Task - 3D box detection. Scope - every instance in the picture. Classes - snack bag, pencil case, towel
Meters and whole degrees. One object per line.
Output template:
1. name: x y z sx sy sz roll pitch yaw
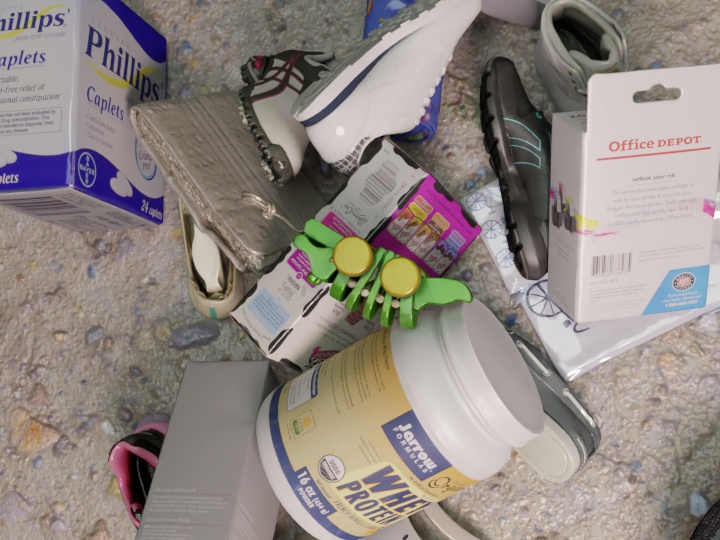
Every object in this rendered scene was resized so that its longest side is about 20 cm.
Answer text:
1. snack bag: 0.214 -0.021 0.902 0.188 0.021 0.200 -27 77 7
2. pencil case: 0.037 -0.218 0.938 0.087 0.078 0.200 8 82 -11
3. towel: -0.110 -0.084 0.932 0.200 0.132 0.034 53 131 15

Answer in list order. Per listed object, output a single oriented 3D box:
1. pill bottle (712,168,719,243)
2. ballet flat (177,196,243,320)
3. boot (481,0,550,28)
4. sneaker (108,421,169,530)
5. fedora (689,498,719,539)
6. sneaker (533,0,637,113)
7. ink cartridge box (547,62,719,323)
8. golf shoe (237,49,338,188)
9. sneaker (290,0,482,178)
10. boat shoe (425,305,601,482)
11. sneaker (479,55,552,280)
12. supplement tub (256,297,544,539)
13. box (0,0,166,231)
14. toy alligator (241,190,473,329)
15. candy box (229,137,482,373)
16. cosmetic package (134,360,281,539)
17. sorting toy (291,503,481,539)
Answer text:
1. pill bottle: 0.377 -0.071 0.829 0.200 0.111 0.111 -9 80 11
2. ballet flat: -0.143 -0.054 0.960 0.069 0.069 0.200 -10 80 10
3. boot: 0.113 -0.290 0.897 0.200 0.074 0.096 17 83 -27
4. sneaker: -0.174 0.233 0.910 0.079 0.095 0.200 -27 79 5
5. fedora: 0.342 0.252 0.799 0.200 0.092 0.201 -2 81 12
6. sneaker: 0.206 -0.137 0.853 0.074 0.116 0.200 -31 77 3
7. ink cartridge box: 0.216 -0.067 0.805 0.115 0.068 0.200 -6 113 -10
8. golf shoe: -0.060 -0.149 0.903 0.088 0.077 0.200 -16 36 6
9. sneaker: 0.034 -0.167 0.863 0.200 0.076 0.081 -42 107 -10
10. boat shoe: 0.133 0.093 0.894 0.062 0.073 0.200 -23 64 -36
11. sneaker: 0.155 -0.093 0.888 0.079 0.075 0.200 -13 85 1
12. supplement tub: 0.032 0.120 0.820 0.200 0.144 0.144 -31 76 20
13. box: -0.264 -0.150 0.939 0.105 0.184 0.200 -3 82 13
14. toy alligator: -0.013 0.000 0.776 0.200 0.059 0.054 23 88 13
15. candy box: 0.000 0.000 0.879 0.200 0.136 0.061 -49 58 3
16. cosmetic package: -0.119 0.183 0.857 0.090 0.107 0.200 -4 47 12
17. sorting toy: 0.024 0.276 0.875 0.200 0.107 0.180 41 72 14
